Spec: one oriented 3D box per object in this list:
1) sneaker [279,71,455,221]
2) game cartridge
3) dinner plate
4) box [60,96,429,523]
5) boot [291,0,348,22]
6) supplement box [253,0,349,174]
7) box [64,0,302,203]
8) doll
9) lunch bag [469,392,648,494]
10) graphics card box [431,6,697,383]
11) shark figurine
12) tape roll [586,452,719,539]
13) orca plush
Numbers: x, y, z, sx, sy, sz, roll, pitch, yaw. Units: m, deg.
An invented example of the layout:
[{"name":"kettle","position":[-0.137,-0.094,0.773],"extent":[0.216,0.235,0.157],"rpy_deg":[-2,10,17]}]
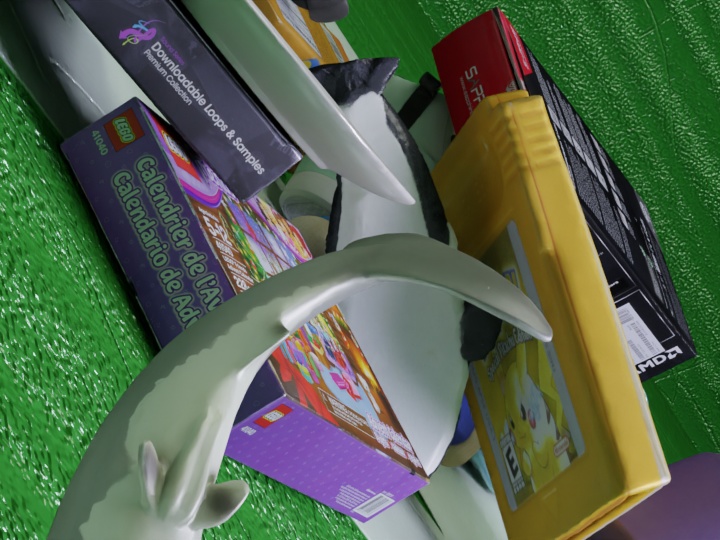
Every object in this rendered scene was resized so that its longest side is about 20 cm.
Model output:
[{"name":"sneaker","position":[0.065,-0.028,1.338],"extent":[0.200,0.118,0.074],"rpy_deg":[37,-27,-10]},{"name":"game cartridge","position":[0.079,0.030,1.161],"extent":[0.176,0.032,0.201],"rpy_deg":[124,-50,-68]},{"name":"dinner plate","position":[-0.048,-0.099,0.964],"extent":[0.200,0.024,0.200],"rpy_deg":[52,2,-2]},{"name":"box","position":[-0.042,0.022,0.981],"extent":[0.137,0.039,0.200],"rpy_deg":[61,8,20]},{"name":"boot","position":[-0.053,-0.238,1.249],"extent":[0.138,0.077,0.201],"rpy_deg":[75,2,-62]},{"name":"supplement box","position":[-0.054,-0.117,1.323],"extent":[0.069,0.066,0.200],"rpy_deg":[65,9,20]},{"name":"box","position":[-0.103,-0.121,0.981],"extent":[0.143,0.036,0.200],"rpy_deg":[49,1,-31]},{"name":"doll","position":[0.012,0.031,1.255],"extent":[0.200,0.048,0.137],"rpy_deg":[50,6,-49]},{"name":"lunch bag","position":[0.091,0.041,1.477],"extent":[0.171,0.122,0.200],"rpy_deg":[65,4,22]},{"name":"graphics card box","position":[0.114,-0.037,1.334],"extent":[0.200,0.051,0.126],"rpy_deg":[45,22,-44]},{"name":"shark figurine","position":[-0.048,0.065,0.574],"extent":[0.128,0.215,0.089],"rpy_deg":[26,-20,-22]},{"name":"tape roll","position":[0.179,0.203,1.261],"extent":[0.200,0.085,0.201],"rpy_deg":[53,-26,42]},{"name":"orca plush","position":[0.000,0.000,1.152],"extent":[0.201,0.105,0.071],"rpy_deg":[67,-12,-9]}]
